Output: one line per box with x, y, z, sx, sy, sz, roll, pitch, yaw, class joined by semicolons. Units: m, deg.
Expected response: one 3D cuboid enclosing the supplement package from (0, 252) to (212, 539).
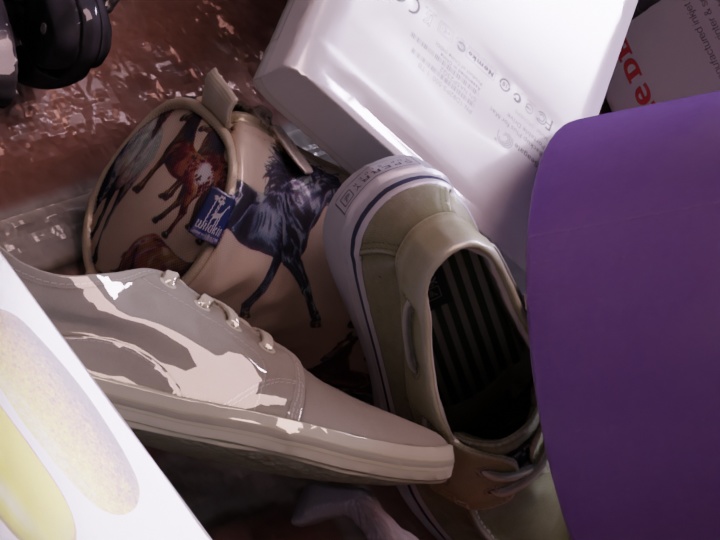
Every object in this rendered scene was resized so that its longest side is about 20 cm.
-0.122;0.095;0.844;0.200;0.109;0.114;53;35;2;supplement package

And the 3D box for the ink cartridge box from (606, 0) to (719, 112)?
0.224;-0.120;1.341;0.146;0.200;0.147;6;55;-47;ink cartridge box

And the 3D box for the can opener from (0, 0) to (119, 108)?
-0.140;-0.149;1.080;0.078;0.063;0.201;9;54;-43;can opener

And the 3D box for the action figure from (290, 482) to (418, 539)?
0.058;0.174;0.987;0.193;0.105;0.201;25;39;-18;action figure

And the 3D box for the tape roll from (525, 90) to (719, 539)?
0.134;0.036;1.062;0.200;0.085;0.201;-10;90;-67;tape roll

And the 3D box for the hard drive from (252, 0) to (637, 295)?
0.043;-0.106;1.090;0.132;0.026;0.201;40;51;-25;hard drive

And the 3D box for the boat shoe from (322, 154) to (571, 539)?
0.040;0.049;1.043;0.062;0.072;0.200;52;-8;50;boat shoe

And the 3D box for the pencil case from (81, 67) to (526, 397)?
0.000;0.000;1.081;0.199;0.090;0.078;21;32;-36;pencil case

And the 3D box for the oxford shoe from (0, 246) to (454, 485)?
-0.056;0.033;0.977;0.199;0.075;0.058;17;77;-20;oxford shoe

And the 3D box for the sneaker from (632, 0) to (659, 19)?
0.086;-0.126;1.227;0.200;0.099;0.071;-31;88;-25;sneaker
